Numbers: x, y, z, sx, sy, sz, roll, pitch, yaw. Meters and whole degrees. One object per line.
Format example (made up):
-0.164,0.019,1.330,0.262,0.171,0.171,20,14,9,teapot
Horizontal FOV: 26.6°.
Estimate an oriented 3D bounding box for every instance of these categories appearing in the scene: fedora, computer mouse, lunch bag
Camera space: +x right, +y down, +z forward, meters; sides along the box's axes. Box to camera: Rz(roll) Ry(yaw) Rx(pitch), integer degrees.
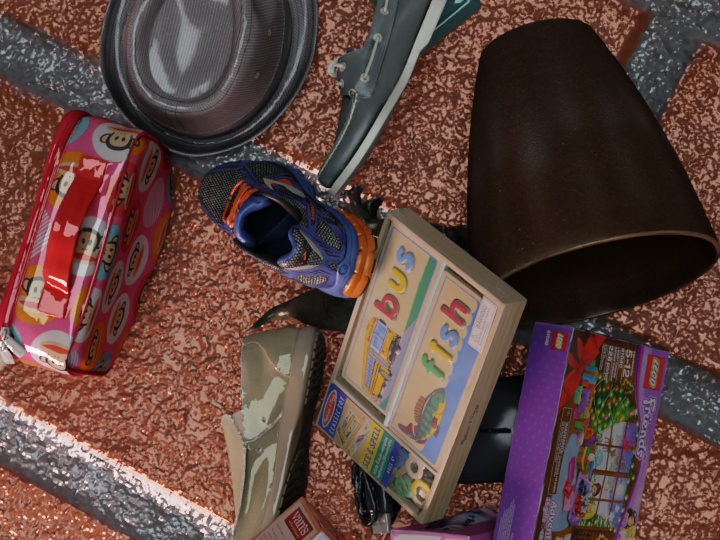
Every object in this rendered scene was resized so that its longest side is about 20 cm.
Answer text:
-0.127,-0.194,1.214,0.177,0.090,0.200,21,88,4,fedora
0.088,0.132,1.199,0.200,0.053,0.139,-5,85,3,computer mouse
-0.210,-0.018,1.165,0.082,0.176,0.200,17,87,4,lunch bag

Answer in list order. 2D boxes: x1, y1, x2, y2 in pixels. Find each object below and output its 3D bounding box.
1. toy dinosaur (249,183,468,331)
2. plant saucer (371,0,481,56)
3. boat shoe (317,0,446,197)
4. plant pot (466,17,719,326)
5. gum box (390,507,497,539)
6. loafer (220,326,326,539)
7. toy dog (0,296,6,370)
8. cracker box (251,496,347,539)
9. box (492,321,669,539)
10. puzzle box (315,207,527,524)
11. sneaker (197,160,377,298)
0.000,0.000,1.202,0.200,0.077,0.102,-32,72,-3,toy dinosaur
0.012,-0.274,1.248,0.070,0.019,0.200,-39,84,0,plant saucer
0.007,-0.154,1.197,0.062,0.073,0.200,27,83,-2,boat shoe
0.157,-0.083,1.158,0.187,0.187,0.200,-12,71,3,plant pot
0.072,0.282,1.152,0.066,0.113,0.200,0,86,26,gum box
-0.077,0.137,1.201,0.068,0.076,0.200,12,89,14,loafer
-0.396,0.061,1.208,0.194,0.140,0.200,36,87,-31,toy dog
-0.073,0.287,1.165,0.200,0.058,0.134,-42,120,0,cracker box
0.167,0.147,1.155,0.039,0.137,0.200,9,87,43,box
0.040,0.070,1.130,0.133,0.025,0.200,40,124,37,puzzle box
-0.070,-0.043,1.168,0.200,0.078,0.075,27,100,48,sneaker
